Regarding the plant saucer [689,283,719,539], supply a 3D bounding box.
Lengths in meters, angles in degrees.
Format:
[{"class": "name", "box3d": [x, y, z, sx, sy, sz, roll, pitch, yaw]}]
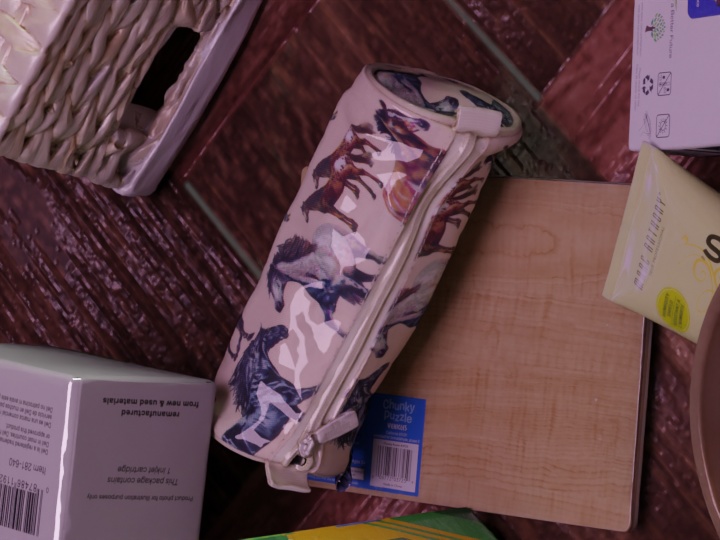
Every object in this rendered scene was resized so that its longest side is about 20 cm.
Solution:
[{"class": "plant saucer", "box3d": [0.214, 0.066, 1.145, 0.199, 0.029, 0.201, 12, 108, 42]}]

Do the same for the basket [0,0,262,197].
[{"class": "basket", "box3d": [-0.168, -0.147, 1.462, 0.200, 0.123, 0.136, 43, 111, 33]}]

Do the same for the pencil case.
[{"class": "pencil case", "box3d": [0.000, 0.000, 1.328, 0.089, 0.078, 0.201, 48, 117, 50]}]

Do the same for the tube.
[{"class": "tube", "box3d": [0.182, 0.025, 1.218, 0.200, 0.052, 0.058, 34, 84, 33]}]

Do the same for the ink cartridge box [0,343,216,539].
[{"class": "ink cartridge box", "box3d": [-0.149, 0.139, 1.358, 0.144, 0.084, 0.201, 9, 93, 50]}]

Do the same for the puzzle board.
[{"class": "puzzle board", "box3d": [0.049, 0.032, 1.349, 0.199, 0.017, 0.152, 5, 91, 39]}]

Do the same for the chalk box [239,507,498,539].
[{"class": "chalk box", "box3d": [-0.010, 0.192, 1.260, 0.124, 0.199, 0.124, 47, 122, 30]}]

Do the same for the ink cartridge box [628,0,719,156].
[{"class": "ink cartridge box", "box3d": [0.177, -0.099, 1.195, 0.200, 0.039, 0.100, 1, 87, 64]}]
